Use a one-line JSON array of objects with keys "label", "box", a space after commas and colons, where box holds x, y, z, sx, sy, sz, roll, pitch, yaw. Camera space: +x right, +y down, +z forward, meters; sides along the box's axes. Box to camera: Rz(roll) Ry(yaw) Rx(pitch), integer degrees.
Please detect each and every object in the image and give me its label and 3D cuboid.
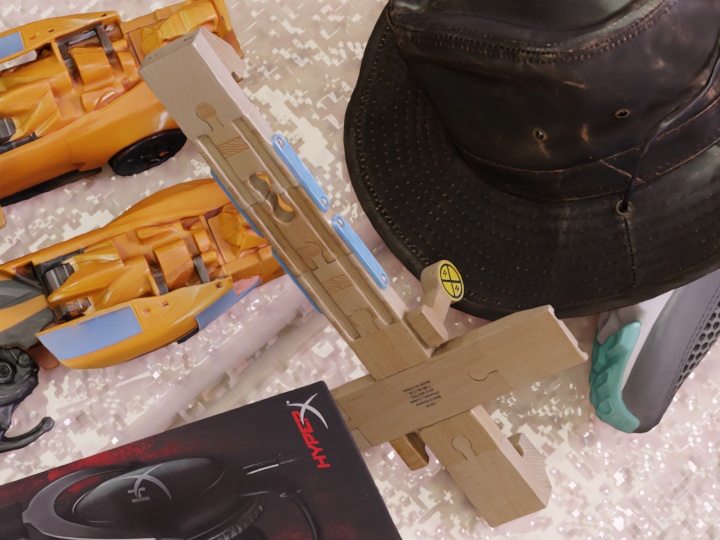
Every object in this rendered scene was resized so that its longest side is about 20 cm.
[{"label": "headset box", "box": [-0.078, 0.129, 0.782, 0.199, 0.077, 0.149, -16, 34, -8]}, {"label": "robot figurine", "box": [-0.122, -0.016, 0.869, 0.199, 0.058, 0.145, -22, 75, -10]}, {"label": "hat", "box": [0.065, -0.080, 0.840, 0.200, 0.081, 0.201, -14, 63, 29]}, {"label": "toy train track", "box": [0.000, 0.000, 0.841, 0.200, 0.115, 0.033, 52, 33, -23]}, {"label": "sneaker", "box": [0.154, -0.018, 0.880, 0.091, 0.078, 0.200, 36, 77, 3]}]
